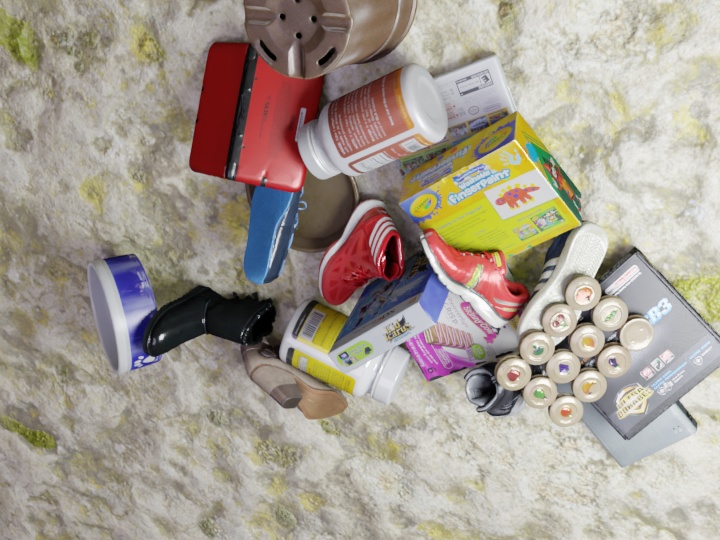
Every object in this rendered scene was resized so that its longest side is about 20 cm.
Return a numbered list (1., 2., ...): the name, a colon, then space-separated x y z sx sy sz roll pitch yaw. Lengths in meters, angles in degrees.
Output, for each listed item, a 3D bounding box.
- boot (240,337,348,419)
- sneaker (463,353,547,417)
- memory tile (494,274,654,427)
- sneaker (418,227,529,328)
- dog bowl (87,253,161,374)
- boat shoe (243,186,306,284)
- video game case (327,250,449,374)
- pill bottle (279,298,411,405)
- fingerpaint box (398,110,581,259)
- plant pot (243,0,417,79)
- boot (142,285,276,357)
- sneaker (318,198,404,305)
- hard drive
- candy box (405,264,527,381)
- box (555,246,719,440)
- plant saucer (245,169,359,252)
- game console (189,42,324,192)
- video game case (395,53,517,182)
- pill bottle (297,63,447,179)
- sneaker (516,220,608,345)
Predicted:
1. boot: -0.118 0.180 1.520 0.070 0.199 0.147 -48 55 13
2. sneaker: 0.203 0.182 1.339 0.201 0.112 0.076 119 135 -58
3. memory tile: 0.299 0.116 1.223 0.153 0.017 0.201 35 105 -13
4. sneaker: 0.163 -0.005 1.240 0.199 0.077 0.085 38 112 -25
5. dog bowl: -0.415 0.075 1.540 0.200 0.078 0.203 42 139 51
6. boat shoe: -0.135 -0.080 1.372 0.083 0.068 0.202 26 101 26
7. video game case: 0.056 0.047 1.311 0.180 0.201 0.046 -31 106 32
8. pill bottle: -0.024 0.137 1.445 0.198 0.114 0.115 25 123 10
9. fingerpaint box: 0.182 -0.102 1.230 0.199 0.074 0.167 -27 121 34
10. plant pot: -0.048 -0.351 1.158 0.198 0.198 0.203 10 119 19
11. boot: -0.248 0.095 1.476 0.161 0.198 0.074 14 122 24
12. sneaker: 0.000 0.000 1.356 0.077 0.116 0.202 2 129 -29
13. hard drive: 0.396 0.194 1.340 0.139 0.033 0.200 -37 97 33
14. candy box: 0.161 0.078 1.366 0.198 0.061 0.137 -25 103 31
15. box: 0.388 0.106 1.256 0.199 0.050 0.200 46 108 -1
16. plant saucer: -0.090 -0.125 1.392 0.197 0.030 0.203 10 118 18
17. game console: -0.159 -0.233 1.330 0.170 0.119 0.203 10 96 -15
18. video game case: 0.136 -0.191 1.264 0.198 0.023 0.184 -15 108 28
19. pill bottle: 0.013 -0.202 1.230 0.198 0.112 0.113 -19 107 29
20. sneaker: 0.281 0.020 1.247 0.074 0.085 0.202 28 100 -11
